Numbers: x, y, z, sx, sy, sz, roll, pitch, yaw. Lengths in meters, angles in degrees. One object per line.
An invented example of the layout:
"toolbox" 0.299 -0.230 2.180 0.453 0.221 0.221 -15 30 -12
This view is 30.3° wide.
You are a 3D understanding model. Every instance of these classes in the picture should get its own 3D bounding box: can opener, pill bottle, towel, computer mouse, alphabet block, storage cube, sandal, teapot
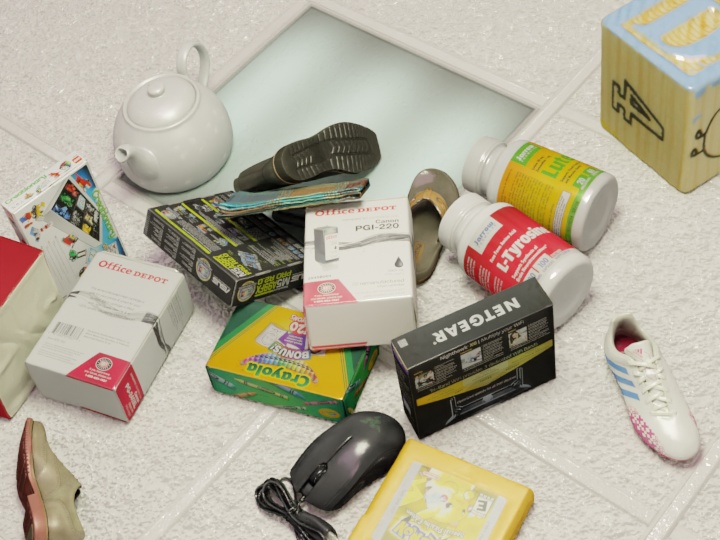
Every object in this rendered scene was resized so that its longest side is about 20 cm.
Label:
"can opener" -0.045 -0.065 1.883 0.198 0.053 0.067 19 56 24
"pill bottle" 0.202 -0.018 1.763 0.112 0.113 0.200 -39 55 -20
"towel" -0.090 -0.103 1.824 0.198 0.022 0.147 -8 10 6
"pill bottle" 0.244 -0.114 1.832 0.199 0.112 0.111 26 60 27
"computer mouse" -0.025 0.241 1.632 0.138 0.053 0.200 34 64 32
"alphabet block" 0.465 -0.270 1.863 0.194 0.201 0.197 -30 52 -13
"storage cube" -0.520 0.065 1.787 0.178 0.172 0.201 16 55 20
"sandal" 0.087 -0.071 1.862 0.081 0.055 0.201 11 54 18
"teapot" -0.288 -0.228 1.998 0.196 0.147 0.201 -23 50 -9

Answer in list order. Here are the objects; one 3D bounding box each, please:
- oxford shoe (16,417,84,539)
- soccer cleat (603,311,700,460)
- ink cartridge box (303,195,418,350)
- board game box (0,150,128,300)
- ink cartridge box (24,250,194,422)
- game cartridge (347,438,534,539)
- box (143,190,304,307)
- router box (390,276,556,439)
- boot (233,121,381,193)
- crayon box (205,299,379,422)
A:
"oxford shoe" -0.392 0.270 1.680 0.074 0.071 0.201 2 45 -24
"soccer cleat" 0.351 0.139 1.625 0.069 0.087 0.201 -20 51 -7
"ink cartridge box" 0.000 0.000 1.738 0.144 0.085 0.201 -5 41 4
"board game box" -0.406 -0.054 1.843 0.126 0.201 0.035 -39 53 -22
"ink cartridge box" -0.333 0.086 1.792 0.144 0.084 0.201 14 55 20
"game cartridge" 0.086 0.312 1.569 0.175 0.033 0.201 19 56 24
"box" -0.179 -0.034 1.841 0.199 0.045 0.159 36 35 31
"router box" 0.143 0.110 1.641 0.198 0.158 0.052 -23 51 -10
"boot" -0.080 -0.161 1.959 0.199 0.138 0.078 -11 86 -42
"crayon box" -0.088 0.117 1.739 0.198 0.059 0.119 12 53 19
